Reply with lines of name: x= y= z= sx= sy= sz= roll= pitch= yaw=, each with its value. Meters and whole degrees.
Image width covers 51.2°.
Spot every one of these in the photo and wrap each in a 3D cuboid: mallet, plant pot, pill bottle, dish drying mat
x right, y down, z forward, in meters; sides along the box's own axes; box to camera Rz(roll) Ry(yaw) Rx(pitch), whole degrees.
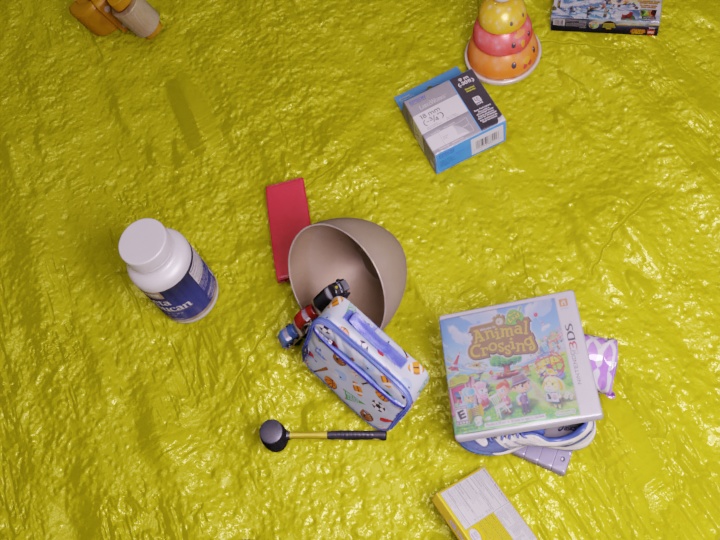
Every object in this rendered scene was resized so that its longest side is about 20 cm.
mallet: x=-0.059 y=0.249 z=1.145 sx=0.195 sy=0.066 sz=0.042 roll=-4 pitch=65 yaw=10
plant pot: x=0.000 y=0.000 z=1.205 sx=0.199 sy=0.203 sz=0.134 roll=33 pitch=40 yaw=25
pill bottle: x=-0.321 y=0.000 z=1.252 sx=0.108 sy=0.201 sz=0.113 roll=-5 pitch=62 yaw=10
dish drying mat: x=-0.125 y=-0.074 z=1.349 sx=0.075 sy=0.018 sz=0.204 roll=-13 pitch=61 yaw=5

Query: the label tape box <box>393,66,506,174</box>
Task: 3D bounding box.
label tape box: x=0.157 y=-0.295 z=1.369 sx=0.142 sy=0.064 sz=0.202 roll=-25 pitch=62 yaw=-1

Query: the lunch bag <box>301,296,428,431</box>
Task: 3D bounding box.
lunch bag: x=0.000 y=0.136 z=1.114 sx=0.199 sy=0.161 sz=0.076 roll=39 pitch=58 yaw=7

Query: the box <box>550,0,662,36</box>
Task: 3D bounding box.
box: x=0.467 y=-0.514 z=1.420 sx=0.196 sy=0.040 sz=0.139 roll=9 pitch=67 yaw=17

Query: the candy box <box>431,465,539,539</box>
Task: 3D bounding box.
candy box: x=0.192 y=0.372 z=1.024 sx=0.101 sy=0.027 sz=0.201 roll=-14 pitch=54 yaw=-36

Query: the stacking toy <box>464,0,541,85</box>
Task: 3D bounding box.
stacking toy: x=0.252 y=-0.447 z=1.345 sx=0.143 sy=0.201 sz=0.149 roll=-5 pitch=62 yaw=10

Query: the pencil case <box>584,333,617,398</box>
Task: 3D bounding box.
pencil case: x=0.273 y=0.125 z=1.090 sx=0.196 sy=0.084 sz=0.088 roll=9 pitch=100 yaw=19

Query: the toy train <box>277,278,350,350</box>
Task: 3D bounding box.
toy train: x=-0.080 y=0.074 z=1.183 sx=0.045 sy=0.200 sz=0.035 roll=-18 pitch=71 yaw=-42

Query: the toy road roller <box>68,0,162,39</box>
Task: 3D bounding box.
toy road roller: x=-0.542 y=-0.568 z=1.637 sx=0.146 sy=0.123 sz=0.201 roll=-42 pitch=61 yaw=6

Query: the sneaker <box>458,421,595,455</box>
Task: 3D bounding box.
sneaker: x=0.227 y=0.213 z=1.051 sx=0.195 sy=0.088 sz=0.077 roll=-8 pitch=67 yaw=12

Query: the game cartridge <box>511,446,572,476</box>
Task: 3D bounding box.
game cartridge: x=0.276 y=0.185 z=1.121 sx=0.127 sy=0.039 sz=0.203 roll=20 pitch=70 yaw=17

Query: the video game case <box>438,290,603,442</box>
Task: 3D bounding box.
video game case: x=0.215 y=0.130 z=1.036 sx=0.196 sy=0.022 sz=0.186 roll=-12 pitch=60 yaw=12
